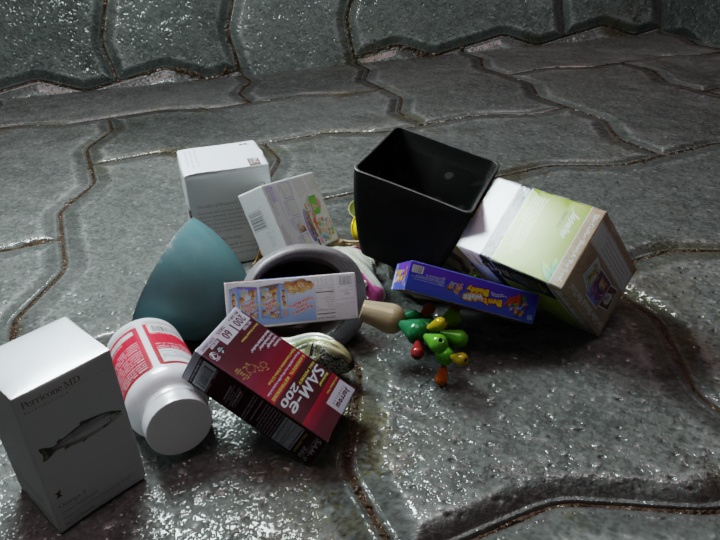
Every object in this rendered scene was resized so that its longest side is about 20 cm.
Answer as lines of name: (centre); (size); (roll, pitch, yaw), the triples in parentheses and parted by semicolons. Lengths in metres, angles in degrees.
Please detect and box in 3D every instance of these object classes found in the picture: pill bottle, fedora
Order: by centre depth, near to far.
pill bottle: (-0.274, 0.156, 0.908); (0.112, 0.113, 0.200); (-17, 32, -24)
fedora: (-0.096, 0.048, 1.074); (0.199, 0.178, 0.090); (-12, 1, -13)

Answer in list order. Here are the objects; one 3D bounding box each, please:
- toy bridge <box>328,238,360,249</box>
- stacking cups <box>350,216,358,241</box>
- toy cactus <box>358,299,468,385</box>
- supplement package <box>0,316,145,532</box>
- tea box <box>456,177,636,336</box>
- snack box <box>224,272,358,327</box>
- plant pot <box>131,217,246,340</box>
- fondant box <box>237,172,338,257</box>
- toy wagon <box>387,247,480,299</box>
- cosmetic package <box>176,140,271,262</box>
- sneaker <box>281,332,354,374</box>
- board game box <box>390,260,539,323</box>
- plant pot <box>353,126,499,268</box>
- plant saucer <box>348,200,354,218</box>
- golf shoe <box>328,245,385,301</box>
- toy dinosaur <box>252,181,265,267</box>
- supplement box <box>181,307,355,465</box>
toy bridge: (0.031, -0.034, 1.304); (0.200, 0.027, 0.067); (17, 35, 32)
stacking cups: (0.078, -0.087, 1.313); (0.199, 0.061, 0.060); (-1, 25, 36)
toy cactus: (0.078, 0.090, 0.993); (0.164, 0.103, 0.200); (17, 16, 0)
supplement package: (-0.352, 0.179, 0.784); (0.117, 0.201, 0.117); (22, 38, 38)
tea box: (0.295, -0.020, 1.043); (0.197, 0.200, 0.134); (28, 83, 41)
snack box: (-0.104, 0.046, 1.012); (0.199, 0.072, 0.024); (-4, 2, -13)
plant pot: (-0.258, 0.034, 1.079); (0.134, 0.200, 0.200); (28, 30, -5)
fondant box: (-0.130, -0.098, 1.249); (0.058, 0.145, 0.200); (-19, 6, 28)
toy wagon: (0.144, -0.013, 1.215); (0.155, 0.040, 0.200); (36, 43, 27)
cosmetic package: (-0.268, -0.137, 1.344); (0.164, 0.201, 0.165); (-12, 29, -15)
sneaker: (-0.107, 0.144, 0.972); (0.199, 0.077, 0.089); (0, 42, 17)
board game box: (0.157, 0.033, 1.032); (0.199, 0.045, 0.134); (15, -3, -5)
plant pot: (0.101, -0.105, 1.142); (0.199, 0.178, 0.200); (22, 39, 13)
plant saucer: (0.073, -0.129, 1.468); (0.199, 0.031, 0.200); (-3, 28, 1)
golf shoe: (0.000, 0.000, 1.204); (0.091, 0.076, 0.200); (-15, 32, -27)
toy dinosaur: (-0.166, -0.054, 1.271); (0.060, 0.106, 0.201); (4, 62, -23)
supplement box: (-0.116, 0.148, 0.866); (0.200, 0.061, 0.109); (34, 35, 0)
